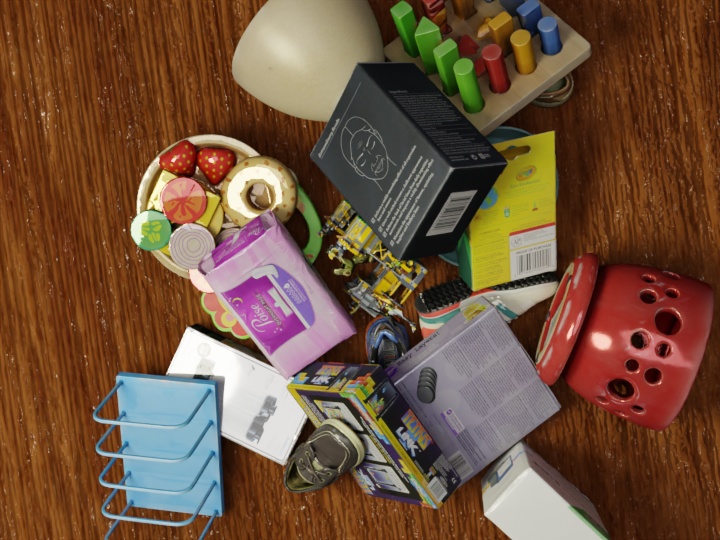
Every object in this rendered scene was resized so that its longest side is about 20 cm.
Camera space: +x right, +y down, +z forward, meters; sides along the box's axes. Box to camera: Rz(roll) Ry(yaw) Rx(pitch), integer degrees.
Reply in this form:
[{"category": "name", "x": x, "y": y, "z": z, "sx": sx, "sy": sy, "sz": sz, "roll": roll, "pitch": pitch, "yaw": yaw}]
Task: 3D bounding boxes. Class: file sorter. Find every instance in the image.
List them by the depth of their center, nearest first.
[{"category": "file sorter", "x": -0.266, "y": 0.255, "z": 1.619, "sx": 0.138, "sy": 0.123, "sz": 0.201, "roll": 4, "pitch": 113, "yaw": 12}]

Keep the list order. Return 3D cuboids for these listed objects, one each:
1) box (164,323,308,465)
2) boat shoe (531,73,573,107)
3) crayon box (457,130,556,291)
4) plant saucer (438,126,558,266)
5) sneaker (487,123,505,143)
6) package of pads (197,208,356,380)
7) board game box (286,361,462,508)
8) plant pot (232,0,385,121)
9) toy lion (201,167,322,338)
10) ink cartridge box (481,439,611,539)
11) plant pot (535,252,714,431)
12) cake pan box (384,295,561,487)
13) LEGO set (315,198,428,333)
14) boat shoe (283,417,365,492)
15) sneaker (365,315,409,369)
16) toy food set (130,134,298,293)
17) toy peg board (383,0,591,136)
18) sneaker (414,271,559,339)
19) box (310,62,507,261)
[{"category": "box", "x": -0.164, "y": 0.167, "z": 1.680, "sx": 0.199, "sy": 0.060, "sz": 0.117, "roll": 24, "pitch": 93, "yaw": 3}, {"category": "boat shoe", "x": 0.188, "y": -0.269, "z": 1.641, "sx": 0.198, "sy": 0.074, "sz": 0.076, "roll": 11, "pitch": 92, "yaw": 3}, {"category": "crayon box", "x": 0.188, "y": -0.084, "z": 1.597, "sx": 0.126, "sy": 0.051, "sz": 0.201, "roll": -13, "pitch": 120, "yaw": -15}, {"category": "plant saucer", "x": 0.164, "y": -0.100, "z": 1.631, "sx": 0.199, "sy": 0.036, "sz": 0.201, "roll": -9, "pitch": 119, "yaw": -16}, {"category": "sneaker", "x": 0.108, "y": -0.211, "z": 1.644, "sx": 0.200, "sy": 0.077, "sz": 0.111, "roll": 40, "pitch": 99, "yaw": -3}, {"category": "package of pads", "x": -0.106, "y": 0.034, "z": 1.593, "sx": 0.120, "sy": 0.076, "sz": 0.200, "roll": -35, "pitch": 116, "yaw": 2}, {"category": "board game box", "x": 0.016, "y": 0.209, "z": 1.591, "sx": 0.057, "sy": 0.165, "sz": 0.201, "roll": -45, "pitch": 112, "yaw": -26}, {"category": "plant pot", "x": -0.045, "y": -0.269, "z": 1.578, "sx": 0.200, "sy": 0.200, "sz": 0.134, "roll": -46, "pitch": 76, "yaw": 3}, {"category": "toy lion", "x": -0.135, "y": -0.014, "z": 1.677, "sx": 0.199, "sy": 0.069, "sz": 0.192, "roll": -31, "pitch": 97, "yaw": 3}, {"category": "ink cartridge box", "x": 0.235, "y": 0.308, "z": 1.593, "sx": 0.145, "sy": 0.200, "sz": 0.088, "roll": 42, "pitch": 97, "yaw": 0}, {"category": "plant pot", "x": 0.332, "y": 0.081, "z": 1.582, "sx": 0.181, "sy": 0.200, "sz": 0.202, "roll": 21, "pitch": 93, "yaw": 4}, {"category": "cake pan box", "x": 0.144, "y": 0.164, "z": 1.624, "sx": 0.184, "sy": 0.052, "sz": 0.200, "roll": -37, "pitch": 114, "yaw": -1}, {"category": "LEGO set", "x": 0.000, "y": 0.000, "z": 1.611, "sx": 0.153, "sy": 0.200, "sz": 0.116, "roll": 36, "pitch": 95, "yaw": -22}, {"category": "boat shoe", "x": -0.050, "y": 0.250, "z": 1.607, "sx": 0.073, "sy": 0.200, "sz": 0.065, "roll": 44, "pitch": 62, "yaw": 7}, {"category": "sneaker", "x": 0.043, "y": 0.161, "z": 1.659, "sx": 0.075, "sy": 0.078, "sz": 0.201, "roll": -15, "pitch": 91, "yaw": 4}, {"category": "toy food set", "x": -0.193, "y": -0.075, "z": 1.608, "sx": 0.199, "sy": 0.049, "sz": 0.199, "roll": 25, "pitch": 99, "yaw": -8}, {"category": "toy peg board", "x": 0.152, "y": -0.301, "z": 1.572, "sx": 0.199, "sy": 0.098, "sz": 0.200, "roll": -37, "pitch": 58, "yaw": -6}, {"category": "sneaker", "x": 0.172, "y": 0.055, "z": 1.664, "sx": 0.198, "sy": 0.070, "sz": 0.094, "roll": -15, "pitch": 121, "yaw": -8}, {"category": "box", "x": 0.056, "y": -0.136, "z": 1.518, "sx": 0.200, "sy": 0.107, "sz": 0.149, "roll": 51, "pitch": 129, "yaw": 27}]
